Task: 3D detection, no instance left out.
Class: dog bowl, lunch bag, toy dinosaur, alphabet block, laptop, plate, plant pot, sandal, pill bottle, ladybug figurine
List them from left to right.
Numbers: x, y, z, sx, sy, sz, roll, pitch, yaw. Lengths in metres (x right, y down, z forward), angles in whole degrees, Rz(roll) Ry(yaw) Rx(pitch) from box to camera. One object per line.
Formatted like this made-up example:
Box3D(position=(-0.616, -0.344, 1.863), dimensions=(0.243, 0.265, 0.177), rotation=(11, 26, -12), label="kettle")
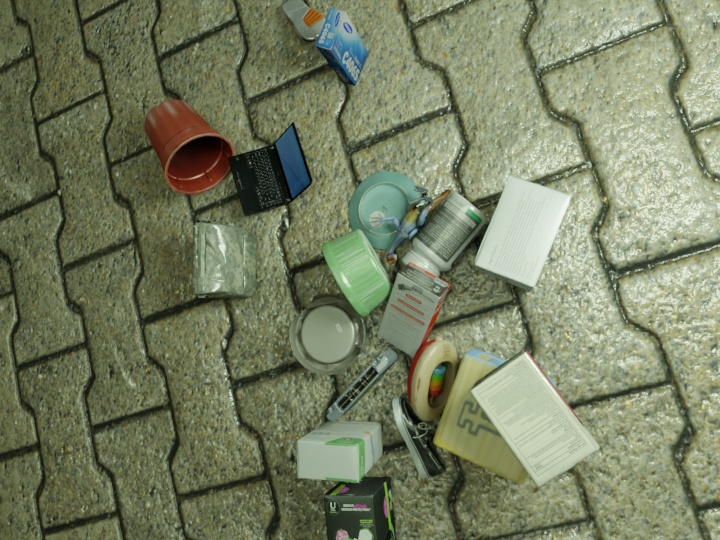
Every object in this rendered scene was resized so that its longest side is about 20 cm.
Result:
Box3D(position=(-0.479, -0.349, 1.422), dimensions=(0.201, 0.201, 0.195), rotation=(-43, 66, 10), label="plant pot")
Box3D(position=(-0.369, -0.026, 1.363), dimensions=(0.139, 0.168, 0.201), rotation=(-1, 85, 17), label="lunch bag")
Box3D(position=(-0.241, -0.264, 1.372), dimensions=(0.199, 0.103, 0.178), rotation=(-17, 79, -5), label="laptop")
Box3D(position=(-0.146, -0.668, 1.408), dimensions=(0.079, 0.059, 0.207), rotation=(-30, 56, -3), label="sandal")
Box3D(position=(-0.076, 0.159, 1.311), dimensions=(0.199, 0.059, 0.201), rotation=(-1, 86, 17), label="dog bowl")
Box3D(position=(0.062, -0.154, 1.311), dimensions=(0.199, 0.026, 0.201), rotation=(-1, 85, 17), label="plate")
Box3D(position=(0.125, -0.099, 1.244), dimensions=(0.105, 0.199, 0.182), rotation=(57, 139, 43), label="toy dinosaur")
Box3D(position=(0.160, 0.244, 1.198), dimensions=(0.072, 0.135, 0.201), rotation=(20, 104, 48), label="ladybug figurine")
Box3D(position=(0.195, -0.072, 1.215), dimensions=(0.113, 0.113, 0.200), rotation=(41, 97, 16), label="pill bottle")
Box3D(position=(0.289, 0.298, 1.114), dimensions=(0.196, 0.195, 0.201), rotation=(20, 92, 20), label="alphabet block")

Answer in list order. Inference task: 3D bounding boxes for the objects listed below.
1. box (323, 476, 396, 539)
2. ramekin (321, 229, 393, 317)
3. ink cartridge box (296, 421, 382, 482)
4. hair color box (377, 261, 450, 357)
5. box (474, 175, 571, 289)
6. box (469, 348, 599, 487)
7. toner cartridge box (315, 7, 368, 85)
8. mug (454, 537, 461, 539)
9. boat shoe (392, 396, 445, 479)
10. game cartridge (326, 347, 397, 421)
Box3D(position=(0.004, 0.598, 1.201), dimensions=(0.124, 0.148, 0.201), rotation=(-7, 84, 19), label="box")
Box3D(position=(0.000, 0.000, 1.232), dimensions=(0.097, 0.200, 0.201), rotation=(-30, 77, 6), label="ramekin")
Box3D(position=(-0.042, 0.413, 1.206), dimensions=(0.145, 0.200, 0.088), rotation=(-3, 88, 17), label="ink cartridge box")
Box3D(position=(0.120, 0.093, 1.199), dimensions=(0.111, 0.064, 0.201), rotation=(31, 132, 18), label="hair color box")
Box3D(position=(0.347, -0.071, 1.121), dimensions=(0.130, 0.199, 0.201), rotation=(22, 93, 17), label="box")
Box3D(position=(0.313, 0.262, 0.953), dimensions=(0.128, 0.109, 0.200), rotation=(-37, 76, 11), label="box")
Box3D(position=(-0.041, -0.546, 1.284), dimensions=(0.043, 0.200, 0.095), rotation=(22, 93, 17), label="toner cartridge box")
Box3D(position=(0.248, 0.712, 1.127), dimensions=(0.200, 0.133, 0.178), rotation=(36, 95, 20), label="mug")
Box3D(position=(0.139, 0.383, 1.215), dimensions=(0.068, 0.074, 0.200), rotation=(-26, 79, 19), label="boat shoe")
Box3D(position=(0.008, 0.269, 1.235), dimensions=(0.040, 0.133, 0.200), rotation=(44, 100, 9), label="game cartridge")
